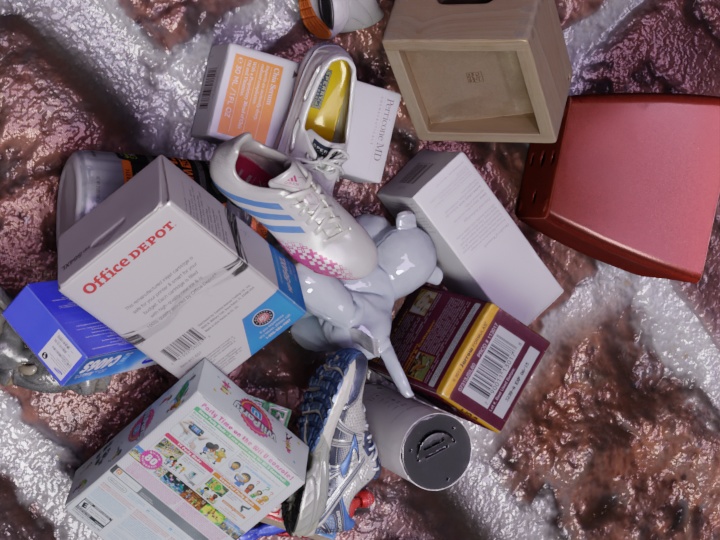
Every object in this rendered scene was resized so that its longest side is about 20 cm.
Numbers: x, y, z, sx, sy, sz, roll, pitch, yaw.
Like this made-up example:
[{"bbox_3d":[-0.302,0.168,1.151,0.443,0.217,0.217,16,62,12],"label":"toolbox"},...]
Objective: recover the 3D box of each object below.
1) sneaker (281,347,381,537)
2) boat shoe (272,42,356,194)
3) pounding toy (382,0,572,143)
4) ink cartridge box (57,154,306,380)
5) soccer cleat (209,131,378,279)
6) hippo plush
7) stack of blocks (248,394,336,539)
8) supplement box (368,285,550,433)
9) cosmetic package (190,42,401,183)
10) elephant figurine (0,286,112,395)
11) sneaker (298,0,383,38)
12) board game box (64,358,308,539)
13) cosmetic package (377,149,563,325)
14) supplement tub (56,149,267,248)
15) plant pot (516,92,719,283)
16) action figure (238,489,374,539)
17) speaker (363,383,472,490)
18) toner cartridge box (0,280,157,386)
[{"bbox_3d":[-0.018,0.176,1.671,0.085,0.077,0.202,11,102,-23],"label":"sneaker"},{"bbox_3d":[-0.040,-0.125,1.663,0.074,0.086,0.203,12,102,-20],"label":"boat shoe"},{"bbox_3d":[0.107,-0.248,1.724,0.185,0.198,0.143,65,35,-49],"label":"pounding toy"},{"bbox_3d":[-0.172,0.006,1.581,0.146,0.085,0.200,-36,126,17],"label":"ink cartridge box"},{"bbox_3d":[-0.060,-0.061,1.613,0.199,0.086,0.070,34,60,-10],"label":"soccer cleat"},{"bbox_3d":[0.000,0.000,1.724,0.161,0.199,0.160,-50,131,-18],"label":"hippo plush"},{"bbox_3d":[-0.108,0.199,1.725,0.199,0.059,0.116,20,74,-9],"label":"stack of blocks"},{"bbox_3d":[0.101,0.090,1.753,0.085,0.200,0.111,34,83,-21],"label":"supplement box"},{"bbox_3d":[-0.068,-0.164,1.737,0.199,0.071,0.102,13,89,-22],"label":"cosmetic package"},{"bbox_3d":[-0.370,0.068,1.612,0.199,0.142,0.156,-25,118,-12],"label":"elephant figurine"},{"bbox_3d":[-0.023,-0.350,1.748,0.091,0.075,0.202,-11,99,-37],"label":"sneaker"},{"bbox_3d":[-0.171,0.205,1.627,0.200,0.064,0.147,-40,110,22],"label":"board game box"},{"bbox_3d":[0.120,-0.031,1.800,0.081,0.113,0.200,-43,109,-12],"label":"cosmetic package"},{"bbox_3d":[-0.201,-0.054,1.668,0.198,0.122,0.124,4,93,-22],"label":"supplement tub"},{"bbox_3d":[0.282,-0.106,1.821,0.175,0.200,0.202,12,90,-10],"label":"plant pot"},{"bbox_3d":[-0.080,0.262,1.779,0.198,0.052,0.066,-7,101,-14],"label":"action figure"},{"bbox_3d":[0.044,0.173,1.738,0.081,0.200,0.082,-2,95,-20],"label":"speaker"},{"bbox_3d":[-0.257,0.054,1.608,0.043,0.200,0.095,-44,78,17],"label":"toner cartridge box"}]
